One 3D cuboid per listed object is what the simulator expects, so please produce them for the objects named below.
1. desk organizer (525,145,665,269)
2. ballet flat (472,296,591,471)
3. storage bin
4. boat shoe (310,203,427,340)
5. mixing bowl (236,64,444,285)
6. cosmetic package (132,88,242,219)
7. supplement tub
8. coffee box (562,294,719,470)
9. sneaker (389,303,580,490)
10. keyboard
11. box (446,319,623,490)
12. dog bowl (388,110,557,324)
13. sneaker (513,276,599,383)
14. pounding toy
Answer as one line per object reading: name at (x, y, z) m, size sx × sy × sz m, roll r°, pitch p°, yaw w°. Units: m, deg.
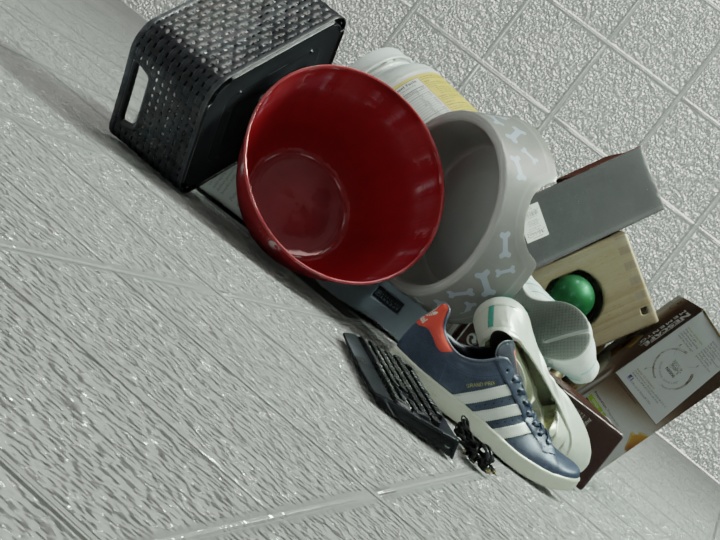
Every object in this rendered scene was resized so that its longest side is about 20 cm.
desk organizer at (0.206, -0.057, 1.770) m, size 0.072 × 0.199 × 0.077 m, roll 68°, pitch -18°, yaw -6°
ballet flat at (0.149, 0.118, 1.522) m, size 0.201 × 0.069 × 0.069 m, roll 64°, pitch -7°, yaw -24°
storage bin at (-0.118, -0.175, 1.537) m, size 0.094 × 0.136 × 0.200 m, roll 39°, pitch 44°, yaw 16°
boat shoe at (0.004, -0.003, 1.673) m, size 0.202 × 0.075 × 0.086 m, roll 39°, pitch 4°, yaw -26°
mixing bowl at (-0.036, -0.072, 1.535) m, size 0.200 × 0.201 × 0.108 m, roll 37°, pitch -29°, yaw -16°
cosmetic package at (-0.129, -0.106, 1.672) m, size 0.199 × 0.074 × 0.102 m, roll 36°, pitch 3°, yaw -9°
supplement tub at (0.063, -0.124, 1.785) m, size 0.200 × 0.145 × 0.145 m, roll 46°, pitch 7°, yaw 24°
coffee box at (0.283, 0.120, 1.769) m, size 0.080 × 0.199 × 0.114 m, roll 54°, pitch 3°, yaw -8°
sneaker at (0.122, 0.105, 1.447) m, size 0.200 × 0.085 × 0.075 m, roll 38°, pitch 5°, yaw -11°
keyboard at (0.048, 0.102, 1.314) m, size 0.127 × 0.021 × 0.200 m, roll 37°, pitch 5°, yaw -13°
box at (0.146, 0.116, 1.632) m, size 0.199 × 0.075 × 0.100 m, roll 35°, pitch 5°, yaw -17°
dog bowl at (0.089, -0.055, 1.563) m, size 0.058 × 0.201 × 0.200 m, roll 20°, pitch 15°, yaw -38°
sneaker at (0.152, 0.043, 1.615) m, size 0.200 × 0.070 × 0.080 m, roll 46°, pitch -7°, yaw 40°
pounding toy at (0.209, 0.054, 1.797) m, size 0.200 × 0.183 × 0.143 m, roll -126°, pitch -166°, yaw -82°
